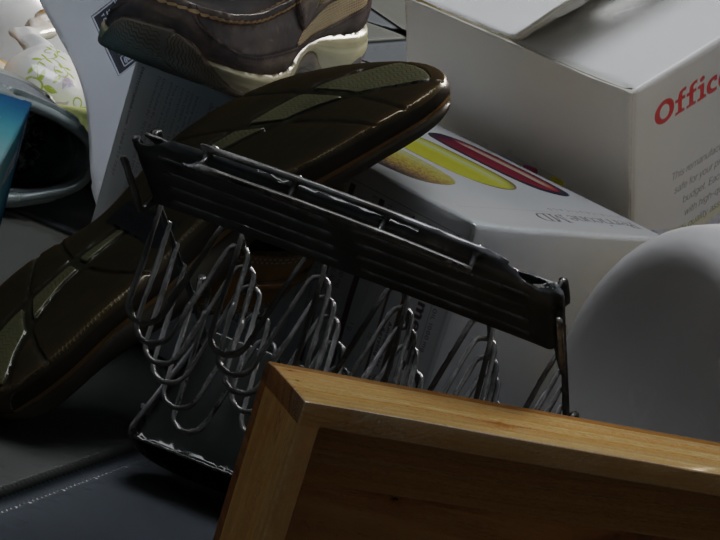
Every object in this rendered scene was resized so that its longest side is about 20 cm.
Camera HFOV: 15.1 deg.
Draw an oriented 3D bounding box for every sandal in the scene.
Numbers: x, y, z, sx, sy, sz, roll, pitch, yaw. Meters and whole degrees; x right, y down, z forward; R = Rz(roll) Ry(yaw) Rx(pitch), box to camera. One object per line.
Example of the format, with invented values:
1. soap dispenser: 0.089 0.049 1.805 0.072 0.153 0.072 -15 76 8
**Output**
1. sandal: -0.050 -0.006 0.951 0.082 0.200 0.055 29 -25 55

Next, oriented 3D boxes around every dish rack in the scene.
1. dish rack: -0.004 0.031 0.829 0.153 0.055 0.200 19 -20 12

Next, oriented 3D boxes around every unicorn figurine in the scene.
1. unicorn figurine: -0.114 -0.082 1.353 0.199 0.074 0.137 0 19 -17

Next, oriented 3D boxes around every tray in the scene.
1. tray: 0.055 0.092 0.767 0.199 0.099 0.037 11 14 -25

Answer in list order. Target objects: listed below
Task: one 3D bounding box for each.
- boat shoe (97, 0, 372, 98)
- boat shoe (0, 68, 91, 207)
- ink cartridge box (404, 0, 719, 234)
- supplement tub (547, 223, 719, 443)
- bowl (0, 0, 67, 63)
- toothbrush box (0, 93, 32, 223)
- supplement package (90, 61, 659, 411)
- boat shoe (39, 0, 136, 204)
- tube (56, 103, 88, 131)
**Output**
1. boat shoe: -0.044 -0.114 1.057 0.074 0.074 0.200 19 14 12
2. boat shoe: -0.195 -0.065 1.160 0.071 0.070 0.200 24 12 42
3. ink cartridge box: 0.106 -0.056 1.143 0.125 0.201 0.128 26 42 36
4. supplement tub: 0.179 0.068 0.922 0.199 0.146 0.145 10 15 -29
5. bowl: -0.235 -0.163 1.467 0.200 0.091 0.201 16 13 -4
6. toothbrush box: -0.202 -0.021 0.936 0.146 0.086 0.200 15 13 -6
7. supplement package: 0.000 0.000 1.050 0.114 0.110 0.200 3 19 -45
8. boat shoe: -0.089 -0.074 1.212 0.068 0.072 0.200 32 28 -57
9. tube: -0.061 -0.037 1.270 0.199 0.058 0.052 18 34 10
